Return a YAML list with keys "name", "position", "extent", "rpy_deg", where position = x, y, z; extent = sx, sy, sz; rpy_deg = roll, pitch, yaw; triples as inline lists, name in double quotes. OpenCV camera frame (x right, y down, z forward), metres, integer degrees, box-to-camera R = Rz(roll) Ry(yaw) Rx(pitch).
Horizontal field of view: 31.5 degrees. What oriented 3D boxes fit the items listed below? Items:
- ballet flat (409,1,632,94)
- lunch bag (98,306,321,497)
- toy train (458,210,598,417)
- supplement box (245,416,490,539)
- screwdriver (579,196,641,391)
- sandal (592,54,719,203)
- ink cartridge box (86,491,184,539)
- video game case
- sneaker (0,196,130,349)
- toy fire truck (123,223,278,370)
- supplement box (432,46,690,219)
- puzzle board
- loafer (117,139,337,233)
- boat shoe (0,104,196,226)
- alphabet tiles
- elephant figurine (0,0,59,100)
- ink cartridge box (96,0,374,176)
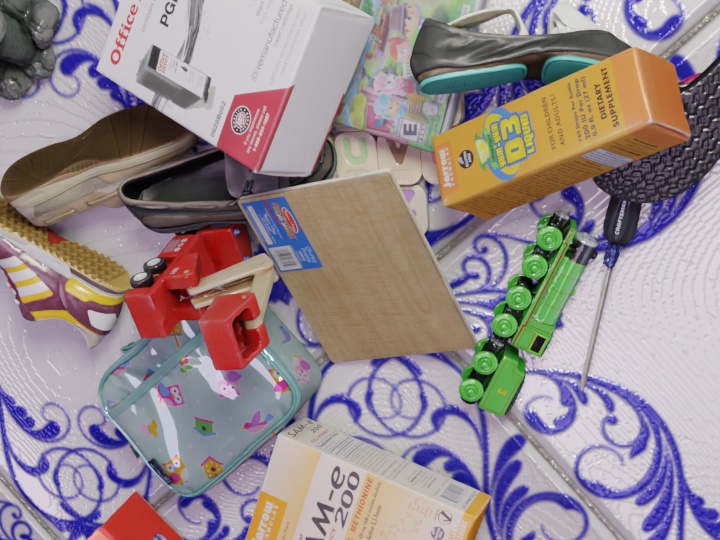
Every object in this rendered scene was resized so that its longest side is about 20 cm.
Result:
- name: "ballet flat"
  position: [0.139, -0.179, 1.017]
  extent: [0.199, 0.068, 0.069]
  rpy_deg: [0, 78, -4]
- name: "lunch bag"
  position: [-0.151, 0.111, 1.216]
  extent: [0.200, 0.077, 0.160]
  rpy_deg: [-41, 91, 25]
- name: "toy train"
  position: [0.145, 0.041, 1.112]
  extent: [0.056, 0.042, 0.200]
  rpy_deg: [25, 114, 0]
- name: "supplement box"
  position: [0.005, 0.236, 1.192]
  extent: [0.199, 0.074, 0.126]
  rpy_deg: [20, 103, 14]
- name: "screwdriver"
  position: [0.205, 0.011, 1.084]
  extent: [0.029, 0.028, 0.201]
  rpy_deg: [9, 109, -15]
- name: "sandal"
  position: [0.273, -0.125, 1.015]
  extent: [0.200, 0.045, 0.075]
  rpy_deg: [-39, 96, 15]
- name: "ink cartridge box"
  position: [-0.249, 0.354, 1.346]
  extent: [0.163, 0.057, 0.200]
  rpy_deg: [45, 120, 1]
- name: "video game case"
  position: [0.011, -0.218, 1.073]
  extent: [0.182, 0.022, 0.201]
  rpy_deg: [19, 108, 14]
- name: "sneaker"
  position: [-0.325, 0.000, 1.243]
  extent: [0.200, 0.075, 0.090]
  rpy_deg: [31, 109, 9]
- name: "toy fire truck"
  position: [-0.124, 0.012, 1.106]
  extent: [0.141, 0.200, 0.049]
  rpy_deg: [-4, 120, 24]
- name: "supplement box"
  position: [0.153, -0.104, 1.008]
  extent: [0.200, 0.069, 0.067]
  rpy_deg: [-23, 70, 40]
- name: "puzzle board"
  position: [0.000, 0.000, 1.116]
  extent: [0.150, 0.017, 0.200]
  rpy_deg: [-8, 128, 29]
- name: "loafer"
  position: [-0.120, -0.078, 1.122]
  extent: [0.199, 0.063, 0.072]
  rpy_deg: [-15, 69, 20]
- name: "boat shoe"
  position: [-0.235, -0.095, 1.192]
  extent: [0.199, 0.072, 0.065]
  rpy_deg: [-20, 136, 13]
- name: "alphabet tiles"
  position: [-0.005, -0.123, 1.125]
  extent: [0.199, 0.015, 0.196]
  rpy_deg: [1, 107, 19]
- name: "elephant figurine"
  position: [-0.362, -0.202, 1.121]
  extent: [0.155, 0.200, 0.142]
  rpy_deg: [27, 114, 10]
- name: "ink cartridge box"
  position: [-0.109, -0.187, 1.063]
  extent: [0.200, 0.083, 0.147]
  rpy_deg: [32, 109, 28]
